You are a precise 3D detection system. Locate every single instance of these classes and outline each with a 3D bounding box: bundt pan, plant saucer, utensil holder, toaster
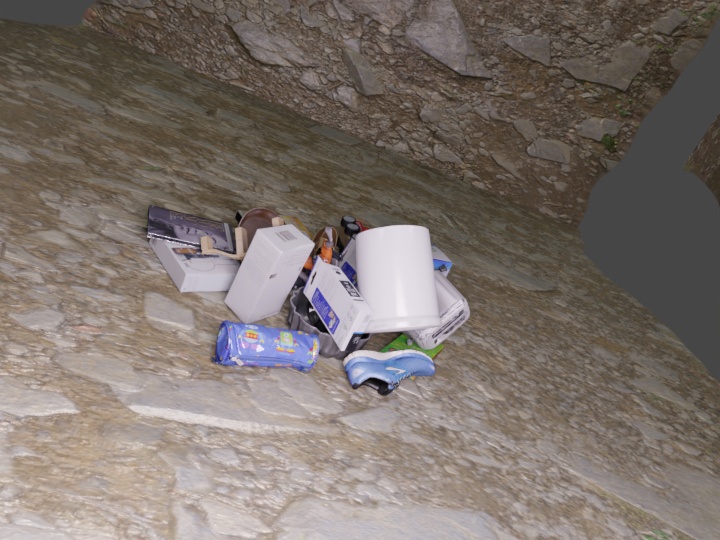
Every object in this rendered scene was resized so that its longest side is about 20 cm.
[{"bbox_3d":[-0.070,0.120,1.192,0.201,0.076,0.202,20,25,-9],"label":"bundt pan"},{"bbox_3d":[-0.231,-0.051,1.318,0.032,0.201,0.200,-14,2,33],"label":"plant saucer"},{"bbox_3d":[0.074,0.022,1.118,0.169,0.201,0.170,-4,-8,-1],"label":"utensil holder"},{"bbox_3d":[0.170,0.091,1.297,0.129,0.200,0.114,47,-8,31],"label":"toaster"}]

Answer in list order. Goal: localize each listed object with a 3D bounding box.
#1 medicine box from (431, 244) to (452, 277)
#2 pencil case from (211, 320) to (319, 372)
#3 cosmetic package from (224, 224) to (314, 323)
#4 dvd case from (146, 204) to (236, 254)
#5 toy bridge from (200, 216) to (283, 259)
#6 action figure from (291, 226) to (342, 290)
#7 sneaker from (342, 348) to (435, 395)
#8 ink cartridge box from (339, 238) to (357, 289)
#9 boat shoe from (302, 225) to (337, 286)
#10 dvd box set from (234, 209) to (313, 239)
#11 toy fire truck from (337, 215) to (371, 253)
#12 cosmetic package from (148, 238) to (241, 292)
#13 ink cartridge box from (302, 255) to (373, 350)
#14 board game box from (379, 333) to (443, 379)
[{"bbox_3d":[0.103,0.028,1.389,0.181,0.201,0.103,8,27,-32],"label":"medicine box"},{"bbox_3d":[-0.176,0.148,1.035,0.199,0.078,0.087,12,34,-27],"label":"pencil case"},{"bbox_3d":[-0.194,0.007,1.151,0.081,0.201,0.113,40,30,21],"label":"cosmetic package"},{"bbox_3d":[-0.396,-0.095,1.280,0.199,0.016,0.149,14,25,-26],"label":"dvd case"},{"bbox_3d":[-0.260,-0.060,1.191,0.027,0.199,0.068,38,40,-68],"label":"toy bridge"},{"bbox_3d":[-0.118,0.009,1.259,0.199,0.194,0.105,-32,51,-11],"label":"action figure"},{"bbox_3d":[0.064,0.218,1.130,0.199,0.079,0.090,0,56,-17],"label":"sneaker"},{"bbox_3d":[0.000,0.000,1.307,0.039,0.100,0.200,29,9,-30],"label":"ink cartridge box"},{"bbox_3d":[-0.096,-0.041,1.411,0.076,0.074,0.201,41,47,-23],"label":"boat shoe"},{"bbox_3d":[-0.245,-0.120,1.570,0.199,0.030,0.146,3,32,-38],"label":"dvd box set"},{"bbox_3d":[0.038,-0.067,1.650,0.199,0.129,0.176,4,30,-19],"label":"toy fire truck"},{"bbox_3d":[-0.372,-0.027,1.244,0.150,0.052,0.200,2,32,-45],"label":"cosmetic package"},{"bbox_3d":[-0.050,0.063,1.114,0.039,0.100,0.200,5,32,-37],"label":"ink cartridge box"},{"bbox_3d":[0.120,0.193,1.285,0.095,0.030,0.200,32,23,18],"label":"board game box"}]
